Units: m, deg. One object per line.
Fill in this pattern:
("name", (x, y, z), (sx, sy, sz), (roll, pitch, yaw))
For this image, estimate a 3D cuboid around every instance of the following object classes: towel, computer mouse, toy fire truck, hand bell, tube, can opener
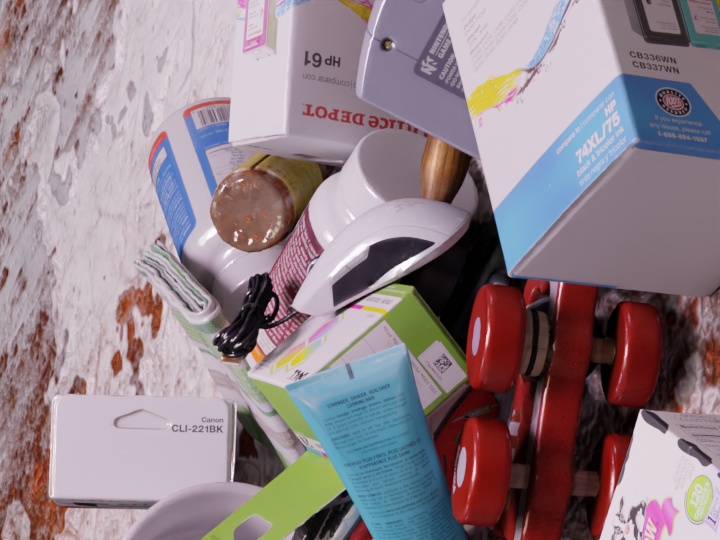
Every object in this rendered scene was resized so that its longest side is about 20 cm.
("towel", (-0.102, 0.081, 1.789), (0.200, 0.031, 0.149), (61, 170, -30))
("computer mouse", (-0.015, -0.004, 1.539), (0.200, 0.110, 0.044), (-29, 101, 26))
("toy fire truck", (0.114, 0.081, 1.452), (0.168, 0.112, 0.200), (-154, 70, -81))
("hand bell", (0.070, -0.134, 1.542), (0.104, 0.104, 0.200), (21, 97, 61))
("tube", (0.023, 0.133, 1.430), (0.050, 0.077, 0.200), (-112, -1, -56))
("can opener", (0.099, -0.025, 1.536), (0.200, 0.079, 0.063), (-56, 30, 27))

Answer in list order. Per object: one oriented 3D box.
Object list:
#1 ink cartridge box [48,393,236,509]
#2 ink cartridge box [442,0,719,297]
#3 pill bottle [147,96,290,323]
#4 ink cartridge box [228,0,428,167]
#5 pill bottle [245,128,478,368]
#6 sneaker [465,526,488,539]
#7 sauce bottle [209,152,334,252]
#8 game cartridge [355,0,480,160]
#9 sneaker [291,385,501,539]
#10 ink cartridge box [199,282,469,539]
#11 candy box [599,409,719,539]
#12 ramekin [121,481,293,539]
("ink cartridge box", (-0.176, 0.149, 1.852), (0.200, 0.144, 0.084), (120, 152, -80))
("ink cartridge box", (0.160, -0.110, 1.347), (0.146, 0.146, 0.200), (-50, 44, 47))
("pill bottle", (-0.098, -0.038, 1.848), (0.112, 0.112, 0.200), (-62, 34, 35))
("ink cartridge box", (-0.012, -0.181, 1.680), (0.085, 0.144, 0.200), (-1, 83, 55))
("pill bottle", (0.000, 0.000, 1.657), (0.200, 0.114, 0.114), (-58, 37, 40))
("sneaker", (0.073, 0.220, 1.521), (0.200, 0.071, 0.113), (-6, 83, 63))
("sauce bottle", (-0.059, -0.065, 1.740), (0.200, 0.066, 0.066), (-45, -27, -69))
("game cartridge", (0.085, -0.179, 1.478), (0.200, 0.133, 0.042), (-61, 8, 13))
("sneaker", (0.033, 0.148, 1.516), (0.200, 0.085, 0.077), (-46, 13, -26))
("ink cartridge box", (-0.037, 0.099, 1.508), (0.076, 0.200, 0.148), (53, 168, -11))
("candy box", (0.209, 0.193, 1.272), (0.200, 0.071, 0.168), (40, 119, 57))
("ramekin", (-0.109, 0.267, 1.726), (0.098, 0.200, 0.201), (140, 130, -61))
